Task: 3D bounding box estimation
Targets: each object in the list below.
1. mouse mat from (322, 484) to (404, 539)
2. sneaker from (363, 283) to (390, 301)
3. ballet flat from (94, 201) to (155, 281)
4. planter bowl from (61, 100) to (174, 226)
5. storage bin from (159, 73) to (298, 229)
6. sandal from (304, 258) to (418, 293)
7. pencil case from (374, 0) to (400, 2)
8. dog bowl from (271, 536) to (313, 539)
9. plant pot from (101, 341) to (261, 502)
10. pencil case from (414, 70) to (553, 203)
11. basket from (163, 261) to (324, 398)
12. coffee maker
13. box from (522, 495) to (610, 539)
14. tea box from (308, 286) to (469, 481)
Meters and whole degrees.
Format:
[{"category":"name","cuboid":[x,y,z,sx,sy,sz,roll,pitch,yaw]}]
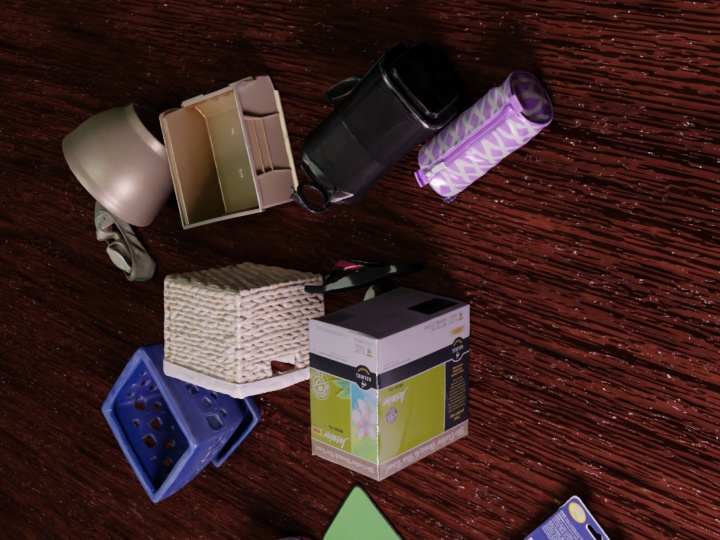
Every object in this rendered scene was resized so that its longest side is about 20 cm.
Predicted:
[{"category":"mouse mat","cuboid":[0.023,0.456,1.777,0.200,0.007,0.162,49,130,25]},{"category":"sneaker","cuboid":[-0.004,0.109,1.660,0.092,0.070,0.203,19,117,33]},{"category":"ballet flat","cuboid":[-0.445,-0.061,2.055,0.200,0.062,0.068,49,130,24]},{"category":"planter bowl","cuboid":[-0.377,-0.193,1.880,0.134,0.200,0.202,-40,71,15]},{"category":"storage bin","cuboid":[-0.206,-0.184,1.763,0.198,0.093,0.202,-9,95,46]},{"category":"sandal","cuboid":[0.000,0.000,1.631,0.198,0.075,0.046,-16,84,38]},{"category":"pencil case","cuboid":[0.009,-0.451,1.475,0.090,0.093,0.202,-37,76,43]},{"category":"dog bowl","cuboid":[-0.102,0.535,1.876,0.198,0.073,0.204,14,110,42]},{"category":"plant pot","cuboid":[-0.294,0.239,1.907,0.201,0.178,0.200,56,133,18]},{"category":"pencil case","cuboid":[0.151,-0.170,1.419,0.199,0.085,0.085,-38,73,43]},{"category":"basket","cuboid":[-0.179,0.085,1.742,0.198,0.196,0.164,8,103,43]},{"category":"coffee maker","cuboid":[0.024,-0.180,1.473,0.134,0.194,0.200,31,138,-19]},{"category":"box","cuboid":[0.271,0.391,1.494,0.122,0.032,0.201,54,134,19]},{"category":"tea box","cuboid":[0.042,0.148,1.535,0.132,0.198,0.201,12,109,41]}]
